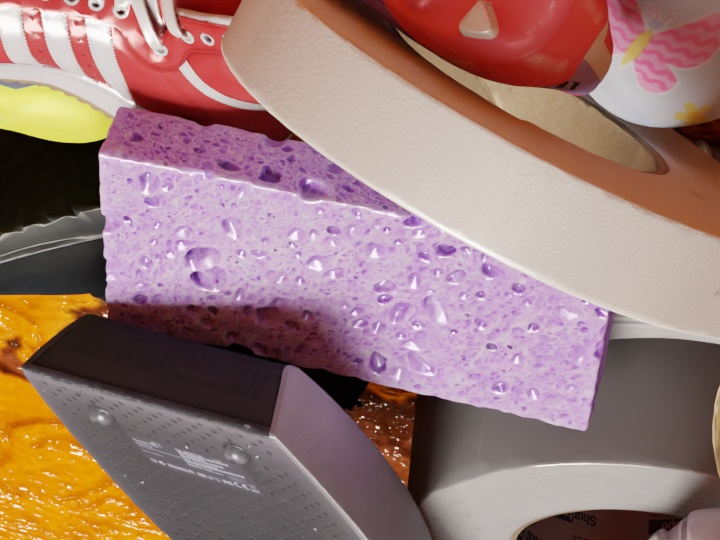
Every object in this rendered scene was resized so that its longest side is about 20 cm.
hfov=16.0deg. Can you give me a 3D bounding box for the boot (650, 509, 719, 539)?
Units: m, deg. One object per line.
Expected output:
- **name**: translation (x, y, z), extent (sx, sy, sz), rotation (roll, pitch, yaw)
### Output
- **boot**: translation (0.105, 0.150, 1.056), extent (0.095, 0.074, 0.200), rotation (1, 155, 4)

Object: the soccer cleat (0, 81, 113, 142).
- **soccer cleat**: translation (-0.187, -0.088, 0.994), extent (0.200, 0.084, 0.065), rotation (26, 143, -16)

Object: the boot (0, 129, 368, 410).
- **boot**: translation (-0.110, 0.015, 1.112), extent (0.200, 0.076, 0.168), rotation (-9, 135, 21)

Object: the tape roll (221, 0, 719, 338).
- **tape roll**: translation (0.049, -0.045, 0.857), extent (0.203, 0.203, 0.037), rotation (26, 105, -15)

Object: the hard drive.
- **hard drive**: translation (-0.044, 0.087, 1.061), extent (0.135, 0.042, 0.200), rotation (13, 155, 29)

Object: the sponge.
- **sponge**: translation (0.000, 0.000, 0.986), extent (0.200, 0.030, 0.112), rotation (12, 143, 5)

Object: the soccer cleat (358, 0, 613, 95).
- **soccer cleat**: translation (0.001, -0.120, 0.844), extent (0.200, 0.067, 0.076), rotation (37, 179, 30)

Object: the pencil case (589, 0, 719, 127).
- **pencil case**: translation (0.090, -0.136, 0.829), extent (0.091, 0.083, 0.200), rotation (14, 148, 30)

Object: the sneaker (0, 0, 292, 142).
- **sneaker**: translation (-0.095, -0.108, 0.944), extent (0.200, 0.071, 0.112), rotation (21, 149, -21)

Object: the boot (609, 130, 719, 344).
- **boot**: translation (0.123, -0.022, 0.980), extent (0.200, 0.074, 0.096), rotation (-7, 142, 27)

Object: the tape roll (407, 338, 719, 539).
- **tape roll**: translation (0.120, 0.095, 1.118), extent (0.200, 0.066, 0.200), rotation (5, 154, 3)

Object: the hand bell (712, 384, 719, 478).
- **hand bell**: translation (0.225, 0.046, 0.969), extent (0.104, 0.200, 0.104), rotation (8, 104, 34)
